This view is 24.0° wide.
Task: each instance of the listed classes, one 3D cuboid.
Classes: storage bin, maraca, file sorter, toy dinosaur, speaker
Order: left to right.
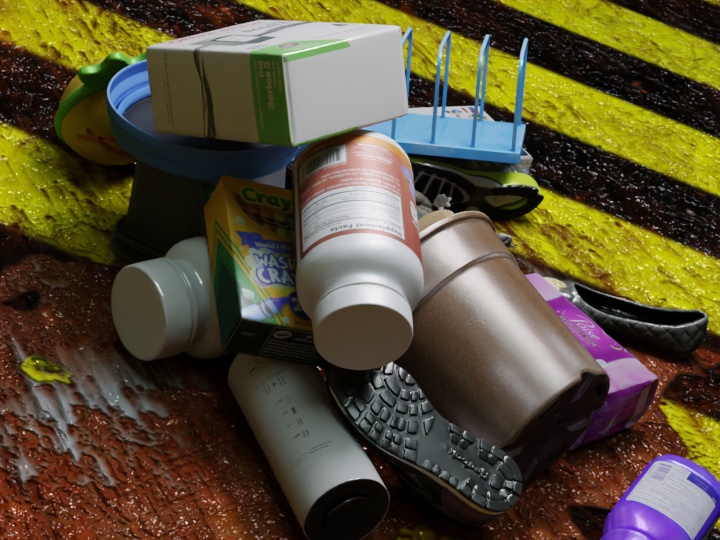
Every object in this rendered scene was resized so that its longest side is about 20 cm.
[{"bbox_3d":[-0.252,-0.178,1.784,0.136,0.200,0.108,-13,71,-23],"label":"maraca"},{"bbox_3d":[-0.146,-0.092,1.729,0.145,0.135,0.200,25,35,22],"label":"storage bin"},{"bbox_3d":[-0.048,0.146,1.483,0.081,0.082,0.200,0,36,-29],"label":"speaker"},{"bbox_3d":[0.070,-0.053,1.873,0.199,0.102,0.077,28,75,36],"label":"toy dinosaur"},{"bbox_3d":[0.093,-0.206,1.943,0.198,0.124,0.139,6,20,6],"label":"file sorter"}]

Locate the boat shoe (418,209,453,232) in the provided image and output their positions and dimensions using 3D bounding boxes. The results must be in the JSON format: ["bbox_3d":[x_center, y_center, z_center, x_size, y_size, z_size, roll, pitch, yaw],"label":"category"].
[{"bbox_3d":[0.042,0.026,1.687,0.072,0.065,0.200,-2,43,53],"label":"boat shoe"}]

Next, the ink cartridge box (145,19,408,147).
[{"bbox_3d":[-0.078,-0.172,1.531,0.145,0.085,0.199,-20,21,-40],"label":"ink cartridge box"}]

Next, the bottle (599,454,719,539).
[{"bbox_3d":[0.261,0.239,1.523,0.083,0.066,0.200,29,33,17],"label":"bottle"}]

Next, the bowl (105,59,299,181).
[{"bbox_3d":[-0.149,-0.149,1.653,0.198,0.040,0.201,8,32,-5],"label":"bowl"}]

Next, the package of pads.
[{"bbox_3d":[0.192,0.086,1.713,0.120,0.076,0.200,-13,44,-40],"label":"package of pads"}]

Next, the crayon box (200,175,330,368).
[{"bbox_3d":[-0.072,-0.010,1.542,0.125,0.052,0.201,11,45,-26],"label":"crayon box"}]

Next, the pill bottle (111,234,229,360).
[{"bbox_3d":[-0.129,0.022,1.600,0.199,0.115,0.114,-13,43,-41],"label":"pill bottle"}]

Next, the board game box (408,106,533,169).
[{"bbox_3d":[0.098,-0.154,2.077,0.198,0.035,0.126,-5,39,-34],"label":"board game box"}]

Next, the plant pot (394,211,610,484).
[{"bbox_3d":[0.113,0.086,1.579,0.199,0.201,0.198,-17,55,-45],"label":"plant pot"}]

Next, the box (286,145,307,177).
[{"bbox_3d":[-0.107,-0.147,1.883,0.199,0.038,0.137,33,-3,22],"label":"box"}]

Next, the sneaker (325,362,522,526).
[{"bbox_3d":[0.040,0.158,1.487,0.200,0.088,0.076,40,56,0],"label":"sneaker"}]

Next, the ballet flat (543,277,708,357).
[{"bbox_3d":[0.283,0.040,1.853,0.198,0.057,0.067,17,30,-4],"label":"ballet flat"}]

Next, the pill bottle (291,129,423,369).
[{"bbox_3d":[-0.003,-0.018,1.470,0.111,0.113,0.201,10,46,-15],"label":"pill bottle"}]

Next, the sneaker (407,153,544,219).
[{"bbox_3d":[0.116,-0.113,1.978,0.198,0.074,0.081,9,46,-30],"label":"sneaker"}]
